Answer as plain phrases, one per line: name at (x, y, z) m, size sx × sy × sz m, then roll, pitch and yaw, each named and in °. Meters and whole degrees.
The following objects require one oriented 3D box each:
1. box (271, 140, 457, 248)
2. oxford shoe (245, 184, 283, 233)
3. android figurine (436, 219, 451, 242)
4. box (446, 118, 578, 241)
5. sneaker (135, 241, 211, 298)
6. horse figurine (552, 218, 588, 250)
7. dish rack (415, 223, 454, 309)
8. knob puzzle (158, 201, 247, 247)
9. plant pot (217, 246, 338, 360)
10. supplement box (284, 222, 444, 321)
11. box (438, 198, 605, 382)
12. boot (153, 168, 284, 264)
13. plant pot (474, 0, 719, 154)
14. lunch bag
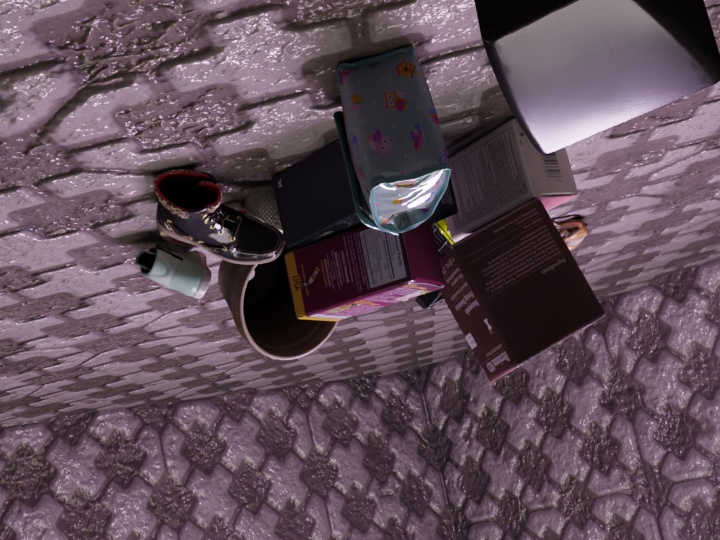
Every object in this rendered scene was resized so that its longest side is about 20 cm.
box at (0.007, -0.114, 1.545) m, size 0.195 × 0.120 × 0.198 m, roll -23°, pitch 163°, yaw 38°
oxford shoe at (-0.109, -0.095, 1.620) m, size 0.057 × 0.077 × 0.198 m, roll 4°, pitch -177°, yaw 43°
android figurine at (0.167, -0.058, 1.877) m, size 0.197 × 0.042 × 0.181 m, roll -19°, pitch 156°, yaw 29°
box at (0.228, -0.142, 1.631) m, size 0.107 × 0.130 × 0.199 m, roll -5°, pitch 166°, yaw -37°
sneaker at (-0.324, -0.015, 1.739) m, size 0.117 × 0.075 × 0.200 m, roll 26°, pitch 179°, yaw -20°
horse figurine at (0.472, -0.078, 2.345) m, size 0.131 × 0.051 × 0.200 m, roll -27°, pitch 161°, yaw 0°
dish rack at (0.113, -0.026, 1.767) m, size 0.054 × 0.154 × 0.200 m, roll -38°, pitch 172°, yaw -31°
knob puzzle at (-0.237, -0.065, 1.694) m, size 0.215 × 0.031 × 0.220 m, roll -13°, pitch 168°, yaw -3°
plant pot at (-0.148, 0.023, 1.691) m, size 0.197 × 0.204 × 0.173 m, roll -5°, pitch -163°, yaw -32°
supplement box at (0.006, 0.000, 1.523) m, size 0.197 × 0.105 × 0.130 m, roll -18°, pitch 167°, yaw 25°
box at (0.232, 0.032, 1.554) m, size 0.162 × 0.202 × 0.166 m, roll -27°, pitch 171°, yaw -13°
boot at (-0.205, -0.077, 1.470) m, size 0.196 × 0.074 × 0.151 m, roll 19°, pitch 162°, yaw 2°
plant pot at (0.203, -0.261, 0.969) m, size 0.197 × 0.204 × 0.176 m, roll -20°, pitch 155°, yaw 29°
lunch bag at (0.037, -0.152, 1.277) m, size 0.119 × 0.174 × 0.200 m, roll -14°, pitch 165°, yaw -4°
